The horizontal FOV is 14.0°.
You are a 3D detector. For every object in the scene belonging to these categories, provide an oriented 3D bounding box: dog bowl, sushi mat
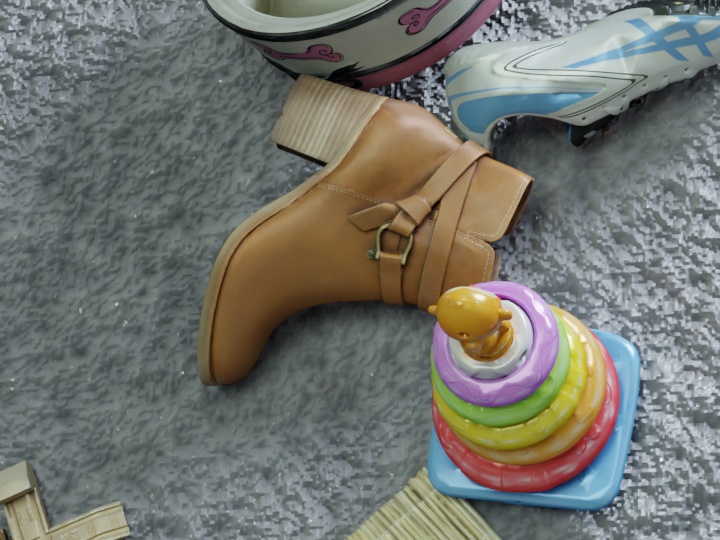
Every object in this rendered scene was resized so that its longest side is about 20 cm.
[{"bbox_3d":[0.005,-0.191,1.752,0.200,0.074,0.201,-19,43,19],"label":"dog bowl"},{"bbox_3d":[0.066,0.204,1.630,0.096,0.012,0.200,-43,62,-3],"label":"sushi mat"}]

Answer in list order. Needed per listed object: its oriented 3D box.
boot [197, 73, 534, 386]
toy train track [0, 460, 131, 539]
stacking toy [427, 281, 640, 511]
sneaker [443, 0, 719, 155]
[{"bbox_3d":[0.000,0.000,1.704,0.154,0.074,0.200,24,100,7],"label":"boot"},{"bbox_3d":[-0.180,0.200,1.705,0.114,0.033,0.200,-25,64,8],"label":"toy train track"},{"bbox_3d":[0.075,0.049,1.584,0.116,0.200,0.110,4,70,18],"label":"stacking toy"},{"bbox_3d":[0.149,-0.116,1.711,0.199,0.072,0.073,-14,99,8],"label":"sneaker"}]
